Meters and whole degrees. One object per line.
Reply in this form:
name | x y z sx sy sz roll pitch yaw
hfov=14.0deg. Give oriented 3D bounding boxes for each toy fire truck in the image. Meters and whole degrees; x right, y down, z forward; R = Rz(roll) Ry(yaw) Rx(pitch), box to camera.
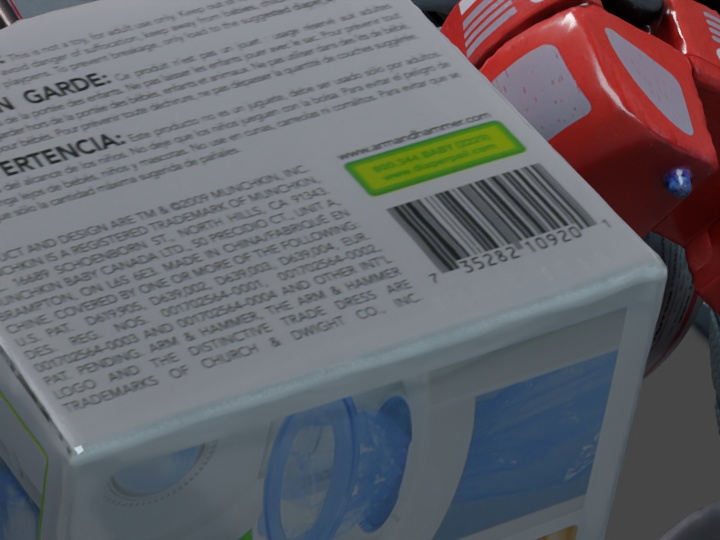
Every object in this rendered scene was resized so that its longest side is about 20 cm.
toy fire truck | 0.110 0.016 0.662 0.199 0.049 0.141 24 37 -34

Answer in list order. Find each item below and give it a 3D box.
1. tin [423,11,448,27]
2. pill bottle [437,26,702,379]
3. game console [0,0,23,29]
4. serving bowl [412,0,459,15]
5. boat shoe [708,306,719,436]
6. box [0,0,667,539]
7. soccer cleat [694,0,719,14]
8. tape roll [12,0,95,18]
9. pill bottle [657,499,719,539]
tin | -0.012 -0.062 0.855 0.199 0.042 0.112 -23 61 -31
pill bottle | 0.000 0.000 0.702 0.109 0.109 0.200 37 25 20
game console | -0.143 0.014 0.634 0.200 0.031 0.177 -42 46 9
serving bowl | 0.055 -0.112 0.812 0.199 0.066 0.200 -9 17 3
boat shoe | 0.144 0.073 0.746 0.062 0.072 0.201 -7 59 -17
box | -0.033 0.060 0.531 0.112 0.201 0.101 -17 45 -27
soccer cleat | 0.116 -0.096 0.911 0.084 0.065 0.201 46 23 -29
tape roll | -0.171 -0.123 0.778 0.202 0.140 0.203 -1 45 1
pill bottle | 0.137 0.129 0.602 0.200 0.112 0.112 34 40 -25
